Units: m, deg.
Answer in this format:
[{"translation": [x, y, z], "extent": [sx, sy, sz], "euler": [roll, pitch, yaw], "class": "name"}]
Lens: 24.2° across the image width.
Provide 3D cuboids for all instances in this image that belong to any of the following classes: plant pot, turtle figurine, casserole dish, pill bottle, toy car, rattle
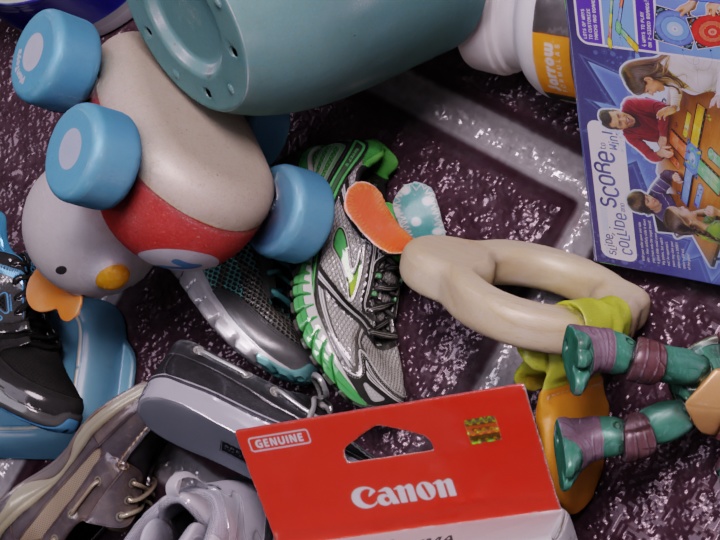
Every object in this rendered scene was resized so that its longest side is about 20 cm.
[{"translation": [-0.049, -0.188, 1.023], "extent": [0.161, 0.201, 0.200], "euler": [-34, 57, -26], "class": "plant pot"}, {"translation": [0.214, 0.077, 0.957], "extent": [0.199, 0.101, 0.151], "euler": [0, 98, -2], "class": "turtle figurine"}, {"translation": [-0.258, 0.076, 1.236], "extent": [0.199, 0.039, 0.122], "euler": [-2, 75, 25], "class": "casserole dish"}, {"translation": [0.167, -0.156, 1.045], "extent": [0.199, 0.116, 0.117], "euler": [14, 82, 29], "class": "pill bottle"}, {"translation": [-0.155, -0.034, 1.086], "extent": [0.200, 0.184, 0.177], "euler": [-52, 45, 27], "class": "toy car"}, {"translation": [0.073, 0.039, 1.058], "extent": [0.199, 0.143, 0.130], "euler": [17, 39, 21], "class": "rattle"}]

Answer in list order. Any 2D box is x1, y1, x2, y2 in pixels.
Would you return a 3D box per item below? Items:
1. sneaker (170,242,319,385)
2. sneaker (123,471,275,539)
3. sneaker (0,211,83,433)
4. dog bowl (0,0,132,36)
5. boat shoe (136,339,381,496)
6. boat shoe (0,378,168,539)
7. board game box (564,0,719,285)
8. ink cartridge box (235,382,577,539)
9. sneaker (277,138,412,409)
[{"translation": [-0.079, -0.009, 1.152], "extent": [0.091, 0.078, 0.200], "euler": [-42, 63, 5], "class": "sneaker"}, {"translation": [-0.112, 0.225, 1.076], "extent": [0.075, 0.115, 0.201], "euler": [8, 79, 28], "class": "sneaker"}, {"translation": [-0.249, 0.032, 1.179], "extent": [0.082, 0.073, 0.200], "euler": [-47, 61, 8], "class": "sneaker"}, {"translation": [-0.232, -0.283, 1.300], "extent": [0.199, 0.079, 0.201], "euler": [-8, 72, 25], "class": "dog bowl"}, {"translation": [-0.043, 0.106, 1.085], "extent": [0.199, 0.074, 0.068], "euler": [23, 55, 7], "class": "boat shoe"}, {"translation": [-0.172, 0.147, 1.161], "extent": [0.200, 0.074, 0.073], "euler": [-42, 73, 19], "class": "boat shoe"}, {"translation": [0.193, -0.080, 0.974], "extent": [0.135, 0.201, 0.034], "euler": [13, 44, 29], "class": "board game box"}, {"translation": [0.030, 0.168, 1.011], "extent": [0.199, 0.044, 0.174], "euler": [-11, 109, 23], "class": "ink cartridge box"}, {"translation": [0.000, 0.000, 1.105], "extent": [0.085, 0.078, 0.201], "euler": [-19, 67, 20], "class": "sneaker"}]
